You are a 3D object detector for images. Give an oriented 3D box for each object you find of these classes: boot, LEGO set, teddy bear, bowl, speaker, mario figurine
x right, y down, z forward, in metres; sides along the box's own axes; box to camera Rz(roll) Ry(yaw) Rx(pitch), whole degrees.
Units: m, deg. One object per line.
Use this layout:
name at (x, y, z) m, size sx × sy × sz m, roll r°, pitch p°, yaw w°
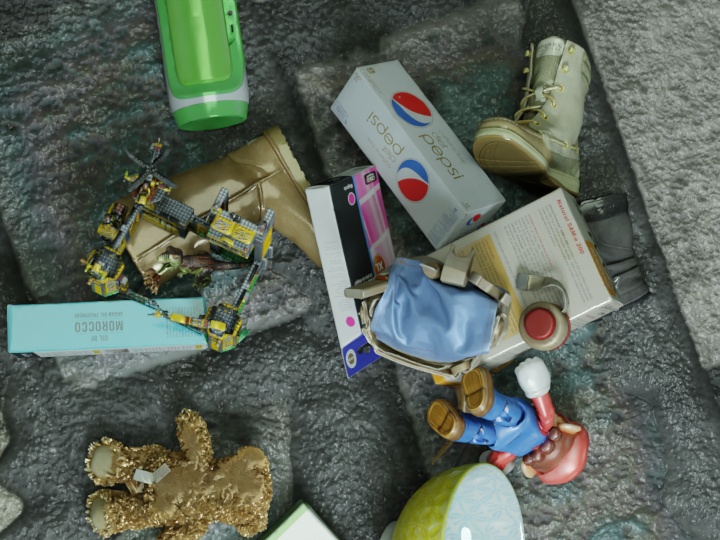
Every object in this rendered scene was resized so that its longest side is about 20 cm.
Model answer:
boot at (0.182, -0.170, 1.568) m, size 0.072 × 0.200 × 0.156 m, roll 5°, pitch 81°, yaw 32°
LEGO set at (-0.173, -0.023, 1.470) m, size 0.199 × 0.116 × 0.154 m, roll 32°, pitch 68°, yaw 8°
boot at (-0.137, -0.036, 1.576) m, size 0.199 × 0.066 × 0.176 m, roll -29°, pitch 81°, yaw -7°
boot at (0.207, 0.000, 1.609) m, size 0.198 × 0.070 × 0.133 m, roll -12°, pitch 93°, yaw -2°
teddy bear at (-0.187, 0.221, 1.551) m, size 0.198 × 0.067 × 0.146 m, roll -17°, pitch 78°, yaw -1°
bowl at (0.081, 0.294, 1.530) m, size 0.107 × 0.200 × 0.202 m, roll -3°, pitch 84°, yaw 30°
speaker at (-0.168, -0.252, 1.578) m, size 0.088 × 0.088 × 0.202 m, roll -8°, pitch 86°, yaw -7°
mario figurine at (0.155, 0.153, 1.556) m, size 0.199 × 0.123 × 0.107 m, roll 28°, pitch 64°, yaw -40°

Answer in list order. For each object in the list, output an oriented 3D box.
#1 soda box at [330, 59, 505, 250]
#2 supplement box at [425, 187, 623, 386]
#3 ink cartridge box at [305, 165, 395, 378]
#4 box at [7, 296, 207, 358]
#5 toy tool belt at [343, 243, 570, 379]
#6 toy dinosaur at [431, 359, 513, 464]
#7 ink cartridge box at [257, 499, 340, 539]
soda box at (0.058, -0.122, 1.563) m, size 0.068 × 0.064 × 0.201 m, roll -18°, pitch 66°, yaw -43°
supplement box at (0.148, 0.020, 1.528) m, size 0.199 × 0.073 × 0.127 m, roll -26°, pitch 76°, yaw 15°
ink cartridge box at (0.000, 0.000, 1.549) m, size 0.037 × 0.095 × 0.202 m, roll -3°, pitch 104°, yaw 32°
box at (-0.255, 0.058, 1.542) m, size 0.198 × 0.082 × 0.050 m, roll -2°, pitch 83°, yaw -7°
toy tool belt at (0.092, 0.040, 1.439) m, size 0.198 × 0.123 × 0.126 m, roll 9°, pitch 87°, yaw 21°
toy dinosaur at (0.110, 0.095, 1.600) m, size 0.105 × 0.060 × 0.202 m, roll -15°, pitch 78°, yaw 13°
ink cartridge box at (-0.044, 0.359, 1.557) m, size 0.145 × 0.048 × 0.200 m, roll -43°, pitch 92°, yaw -8°
